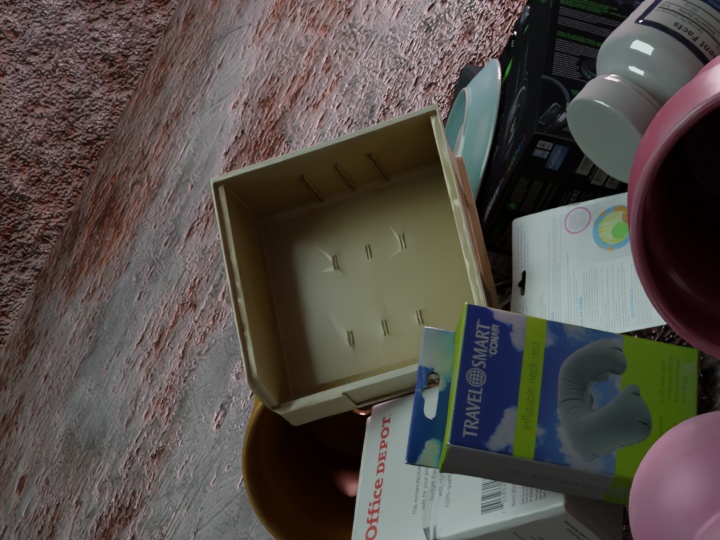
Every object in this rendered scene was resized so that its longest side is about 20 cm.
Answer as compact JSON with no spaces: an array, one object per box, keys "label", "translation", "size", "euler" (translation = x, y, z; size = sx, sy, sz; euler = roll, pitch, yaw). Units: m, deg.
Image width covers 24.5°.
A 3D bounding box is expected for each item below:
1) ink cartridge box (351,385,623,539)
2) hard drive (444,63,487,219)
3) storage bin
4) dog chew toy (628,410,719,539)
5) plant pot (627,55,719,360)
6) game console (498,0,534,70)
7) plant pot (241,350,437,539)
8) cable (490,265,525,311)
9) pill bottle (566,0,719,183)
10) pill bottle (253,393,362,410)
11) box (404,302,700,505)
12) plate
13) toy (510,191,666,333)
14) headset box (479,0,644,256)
[{"label":"ink cartridge box","translation":[0.099,0.159,1.279],"size":[0.199,0.084,0.146],"euler":[-21,45,34]},{"label":"hard drive","translation":[0.111,-0.121,1.625],"size":[0.200,0.033,0.140],"euler":[-115,40,-73]},{"label":"storage bin","translation":[0.000,0.000,1.341],"size":[0.199,0.094,0.200],"euler":[-17,65,11]},{"label":"dog chew toy","translation":[0.240,0.174,0.978],"size":[0.125,0.124,0.200],"euler":[-57,31,19]},{"label":"plant pot","translation":[0.273,-0.062,1.079],"size":[0.200,0.199,0.179],"euler":[-54,8,26]},{"label":"game console","translation":[0.159,-0.181,1.612],"size":[0.201,0.031,0.177],"euler":[-84,19,-46]},{"label":"plant pot","translation":[0.000,0.141,1.489],"size":[0.201,0.199,0.183],"euler":[-59,7,14]},{"label":"cable","translation":[0.126,0.018,1.489],"size":[0.200,0.050,0.098],"euler":[-26,41,58]},{"label":"pill bottle","translation":[0.247,-0.158,1.231],"size":[0.200,0.111,0.111],"euler":[-45,15,-20]},{"label":"pill bottle","translation":[-0.055,0.088,1.638],"size":[0.109,0.109,0.201],"euler":[-99,5,-55]},{"label":"box","translation":[0.138,0.096,1.178],"size":[0.048,0.199,0.122],"euler":[103,177,-55]},{"label":"plate","translation":[0.089,-0.098,1.513],"size":[0.200,0.025,0.201],"euler":[-166,90,-85]},{"label":"toy","translation":[0.210,-0.001,1.251],"size":[0.199,0.047,0.116],"euler":[-15,58,34]},{"label":"headset box","translation":[0.172,-0.134,1.379],"size":[0.174,0.092,0.201],"euler":[112,170,-58]}]
